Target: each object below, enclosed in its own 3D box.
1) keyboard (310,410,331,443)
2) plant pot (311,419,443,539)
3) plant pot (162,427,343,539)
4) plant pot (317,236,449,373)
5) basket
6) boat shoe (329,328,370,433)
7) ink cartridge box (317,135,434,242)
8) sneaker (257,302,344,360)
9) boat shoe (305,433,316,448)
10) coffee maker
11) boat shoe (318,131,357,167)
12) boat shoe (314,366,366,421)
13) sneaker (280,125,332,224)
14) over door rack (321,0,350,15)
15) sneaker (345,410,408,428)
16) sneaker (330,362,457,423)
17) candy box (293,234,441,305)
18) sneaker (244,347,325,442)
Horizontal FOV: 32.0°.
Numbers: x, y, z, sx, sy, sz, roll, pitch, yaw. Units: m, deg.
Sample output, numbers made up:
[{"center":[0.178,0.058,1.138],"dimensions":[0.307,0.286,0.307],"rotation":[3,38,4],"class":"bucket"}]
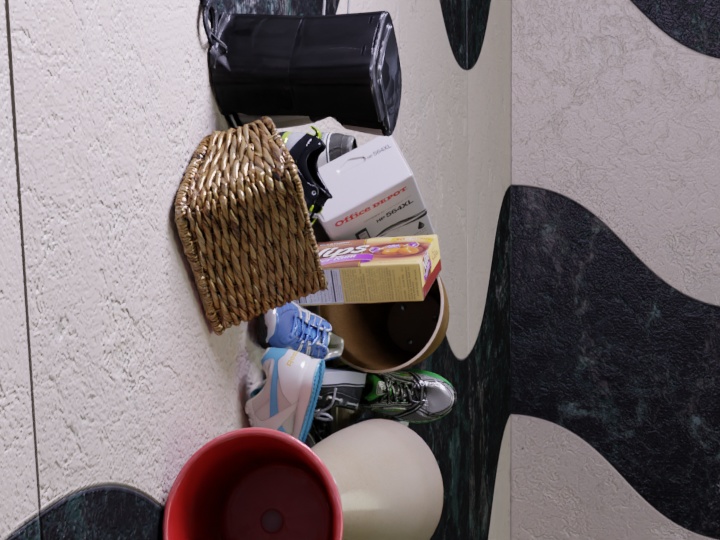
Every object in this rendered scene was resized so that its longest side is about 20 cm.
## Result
[{"center":[-0.065,0.208,1.802],"dimensions":[0.104,0.039,0.203],"rotation":[-108,-171,-61],"class":"keyboard"},{"center":[-0.019,0.283,1.572],"dimensions":[0.199,0.185,0.191],"rotation":[12,80,-63],"class":"plant pot"},{"center":[-0.106,0.279,1.385],"dimensions":[0.177,0.197,0.204],"rotation":[60,34,-80],"class":"plant pot"},{"center":[0.054,0.063,1.822],"dimensions":[0.200,0.183,0.190],"rotation":[29,63,-70],"class":"plant pot"},{"center":[-0.139,-0.058,1.426],"dimensions":[0.143,0.147,0.202],"rotation":[-120,-169,-45],"class":"basket"},{"center":[-0.012,0.186,1.889],"dimensions":[0.072,0.064,0.204],"rotation":[25,65,-84],"class":"boat shoe"},{"center":[0.015,-0.085,1.797],"dimensions":[0.085,0.145,0.200],"rotation":[62,0,29],"class":"ink cartridge box"},{"center":[-0.079,0.075,1.628],"dimensions":[0.200,0.076,0.077],"rotation":[38,56,-69],"class":"sneaker"},{"center":[-0.056,0.288,1.751],"dimensions":[0.203,0.065,0.072],"rotation":[76,22,-43],"class":"boat shoe"},{"center":[-0.062,-0.231,1.432],"dimensions":[0.192,0.197,0.137],"rotation":[42,51,-70],"class":"coffee maker"},{"center":[-0.017,-0.122,1.856],"dimensions":[0.201,0.063,0.071],"rotation":[73,24,-50],"class":"boat shoe"},{"center":[-0.060,0.164,1.679],"dimensions":[0.199,0.073,0.069],"rotation":[10,88,-63],"class":"boat shoe"},{"center":[-0.078,-0.083,1.604],"dimensions":[0.072,0.081,0.204],"rotation":[-4,95,-74],"class":"sneaker"},{"center":[-0.046,-0.342,1.695],"dimensions":[0.148,0.066,0.202],"rotation":[-57,165,-63],"class":"over door rack"},{"center":[0.022,0.261,1.851],"dimensions":[0.200,0.076,0.086],"rotation":[-34,142,-56],"class":"sneaker"},{"center":[0.042,0.179,1.814],"dimensions":[0.085,0.196,0.079],"rotation":[121,-25,-87],"class":"sneaker"},{"center":[0.000,0.000,1.679],"dimensions":[0.117,0.197,0.057],"rotation":[-51,137,-64],"class":"candy box"},{"center":[-0.104,0.186,1.563],"dimensions":[0.077,0.080,0.203],"rotation":[-55,162,-66],"class":"sneaker"}]
